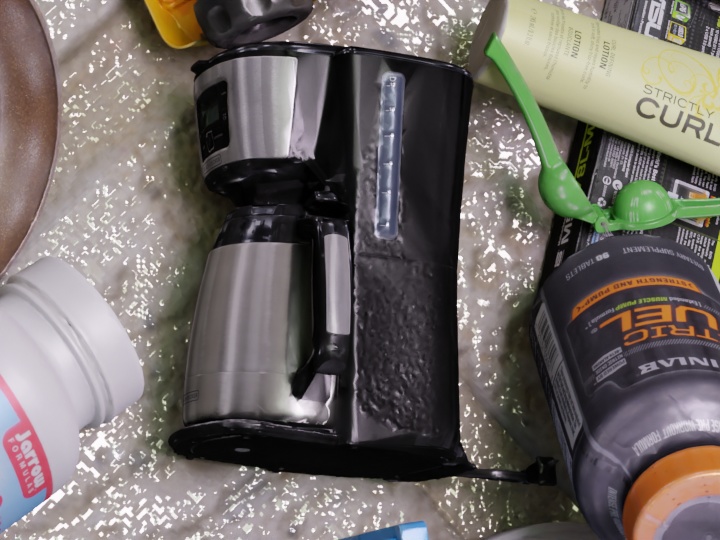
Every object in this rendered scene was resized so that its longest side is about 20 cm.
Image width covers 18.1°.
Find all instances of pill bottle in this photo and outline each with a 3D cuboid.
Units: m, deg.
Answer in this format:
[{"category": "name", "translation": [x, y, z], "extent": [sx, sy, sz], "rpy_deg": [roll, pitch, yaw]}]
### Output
[{"category": "pill bottle", "translation": [-0.201, 0.080, 1.033], "extent": [0.200, 0.109, 0.109], "rpy_deg": [-36, 93, -25]}, {"category": "pill bottle", "translation": [0.148, 0.073, 1.107], "extent": [0.106, 0.200, 0.107], "rpy_deg": [-3, 120, -5]}]

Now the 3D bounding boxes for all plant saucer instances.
[{"category": "plant saucer", "translation": [-0.224, -0.064, 1.051], "extent": [0.200, 0.032, 0.201], "rpy_deg": [-19, 117, -42]}]

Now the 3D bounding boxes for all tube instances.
[{"category": "tube", "translation": [0.157, -0.096, 1.204], "extent": [0.199, 0.052, 0.058], "rpy_deg": [18, 112, -15]}]

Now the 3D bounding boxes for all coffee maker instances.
[{"category": "coffee maker", "translation": [0.000, 0.000, 1.136], "extent": [0.192, 0.134, 0.201], "rpy_deg": [16, 73, -43]}]

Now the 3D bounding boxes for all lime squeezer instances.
[{"category": "lime squeezer", "translation": [0.138, -0.052, 1.186], "extent": [0.199, 0.038, 0.071], "rpy_deg": [23, 92, -15]}]

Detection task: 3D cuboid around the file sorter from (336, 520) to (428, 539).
[{"category": "file sorter", "translation": [-0.049, 0.198, 1.022], "extent": [0.122, 0.200, 0.139], "rpy_deg": [-5, 81, -20]}]

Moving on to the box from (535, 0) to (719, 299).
[{"category": "box", "translation": [0.209, -0.039, 1.260], "extent": [0.192, 0.047, 0.201], "rpy_deg": [20, 72, -19]}]

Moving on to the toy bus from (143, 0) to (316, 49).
[{"category": "toy bus", "translation": [-0.002, -0.202, 1.160], "extent": [0.192, 0.199, 0.136], "rpy_deg": [-11, 78, -57]}]

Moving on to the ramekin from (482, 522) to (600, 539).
[{"category": "ramekin", "translation": [0.117, 0.225, 1.126], "extent": [0.199, 0.105, 0.201], "rpy_deg": [3, 82, -20]}]
